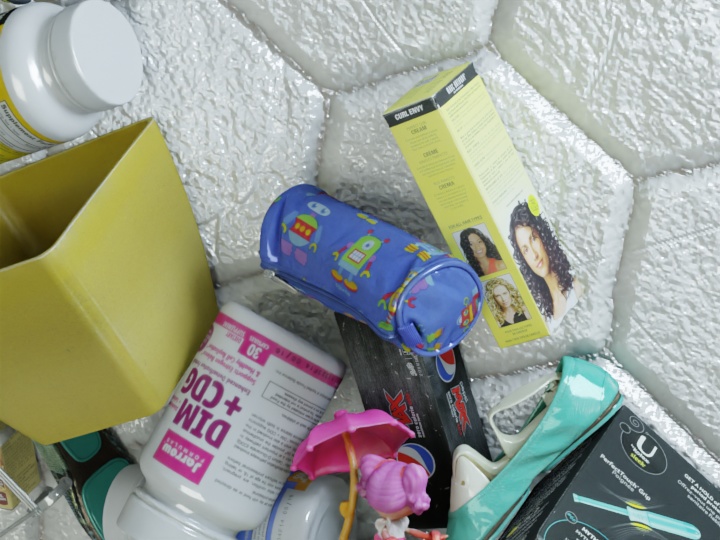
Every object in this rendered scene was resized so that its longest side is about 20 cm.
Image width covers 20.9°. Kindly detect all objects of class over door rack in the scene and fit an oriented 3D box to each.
[{"bbox_3d":[-0.350,0.174,1.727,0.148,0.067,0.200,47,134,-5],"label":"over door rack"}]

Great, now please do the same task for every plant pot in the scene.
[{"bbox_3d":[-0.232,0.024,1.582,0.200,0.200,0.176,-17,117,32],"label":"plant pot"}]

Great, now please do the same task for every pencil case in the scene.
[{"bbox_3d":[0.000,0.000,1.465,0.200,0.087,0.078,27,156,47],"label":"pencil case"}]

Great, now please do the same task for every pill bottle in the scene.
[{"bbox_3d":[-0.276,-0.147,1.554,0.200,0.112,0.113,-15,108,31],"label":"pill bottle"},{"bbox_3d":[-0.113,0.216,1.660,0.200,0.112,0.112,6,117,24],"label":"pill bottle"},{"bbox_3d":[-0.105,0.136,1.556,0.113,0.113,0.200,28,87,12],"label":"pill bottle"}]

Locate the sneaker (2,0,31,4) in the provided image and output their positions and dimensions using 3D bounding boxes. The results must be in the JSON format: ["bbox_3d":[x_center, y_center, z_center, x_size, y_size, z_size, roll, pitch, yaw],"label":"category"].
[{"bbox_3d":[-0.249,-0.292,1.492,0.081,0.074,0.200,18,123,14],"label":"sneaker"}]

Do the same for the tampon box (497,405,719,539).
[{"bbox_3d":[0.183,0.229,1.461,0.150,0.200,0.126,43,126,2],"label":"tampon box"}]

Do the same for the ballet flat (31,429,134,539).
[{"bbox_3d":[-0.246,0.173,1.743,0.074,0.074,0.200,-16,105,32],"label":"ballet flat"}]

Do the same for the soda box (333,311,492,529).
[{"bbox_3d":[0.046,0.105,1.551,0.071,0.063,0.200,-5,112,30],"label":"soda box"}]

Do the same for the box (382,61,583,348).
[{"bbox_3d":[0.093,-0.048,1.443,0.050,0.075,0.200,-19,107,35],"label":"box"}]

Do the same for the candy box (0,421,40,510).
[{"bbox_3d":[-0.367,0.113,1.769,0.115,0.055,0.200,4,117,23],"label":"candy box"}]

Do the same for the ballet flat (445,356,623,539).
[{"bbox_3d":[0.113,0.143,1.502,0.070,0.067,0.200,41,97,-3],"label":"ballet flat"}]

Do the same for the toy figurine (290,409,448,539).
[{"bbox_3d":[0.008,0.200,1.488,0.200,0.150,0.184,13,103,47],"label":"toy figurine"}]
